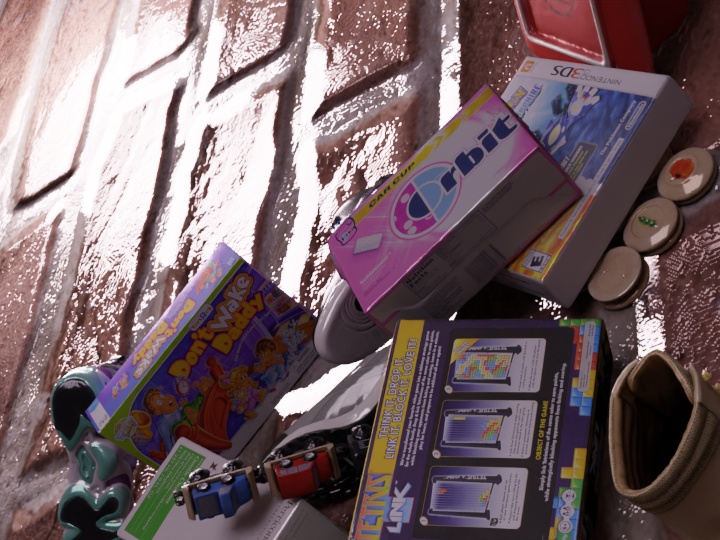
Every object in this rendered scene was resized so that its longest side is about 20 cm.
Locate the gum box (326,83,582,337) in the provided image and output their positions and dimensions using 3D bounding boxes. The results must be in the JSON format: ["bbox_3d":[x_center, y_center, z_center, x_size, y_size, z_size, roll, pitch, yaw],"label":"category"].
[{"bbox_3d":[0.068,-0.039,1.149,0.200,0.066,0.114,-44,35,10],"label":"gum box"}]

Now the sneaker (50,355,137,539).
[{"bbox_3d":[-0.233,0.182,1.380,0.077,0.203,0.140,3,11,18],"label":"sneaker"}]

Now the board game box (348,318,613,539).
[{"bbox_3d":[0.091,0.131,1.028,0.163,0.057,0.202,-1,51,21],"label":"board game box"}]

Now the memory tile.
[{"bbox_3d":[0.190,-0.054,1.175,0.154,0.017,0.199,-55,35,-6],"label":"memory tile"}]

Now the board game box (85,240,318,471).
[{"bbox_3d":[-0.137,0.094,1.306,0.201,0.134,0.045,-51,35,-1],"label":"board game box"}]

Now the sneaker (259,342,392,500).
[{"bbox_3d":[0.001,0.121,1.191,0.199,0.074,0.080,-35,28,11],"label":"sneaker"}]

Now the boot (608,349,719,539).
[{"bbox_3d":[0.228,0.082,0.886,0.072,0.155,0.202,0,58,48],"label":"boot"}]

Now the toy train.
[{"bbox_3d":[-0.049,0.158,1.113,0.197,0.034,0.046,-15,29,-6],"label":"toy train"}]

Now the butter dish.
[{"bbox_3d":[0.220,-0.277,1.236,0.147,0.201,0.200,-31,32,-15],"label":"butter dish"}]

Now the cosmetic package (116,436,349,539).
[{"bbox_3d":[-0.105,0.226,1.193,0.199,0.085,0.108,12,64,53],"label":"cosmetic package"}]

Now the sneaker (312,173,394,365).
[{"bbox_3d":[0.000,0.000,1.302,0.111,0.073,0.201,3,53,53],"label":"sneaker"}]

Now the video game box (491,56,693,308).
[{"bbox_3d":[0.156,-0.081,1.188,0.201,0.047,0.182,-57,32,-9],"label":"video game box"}]
